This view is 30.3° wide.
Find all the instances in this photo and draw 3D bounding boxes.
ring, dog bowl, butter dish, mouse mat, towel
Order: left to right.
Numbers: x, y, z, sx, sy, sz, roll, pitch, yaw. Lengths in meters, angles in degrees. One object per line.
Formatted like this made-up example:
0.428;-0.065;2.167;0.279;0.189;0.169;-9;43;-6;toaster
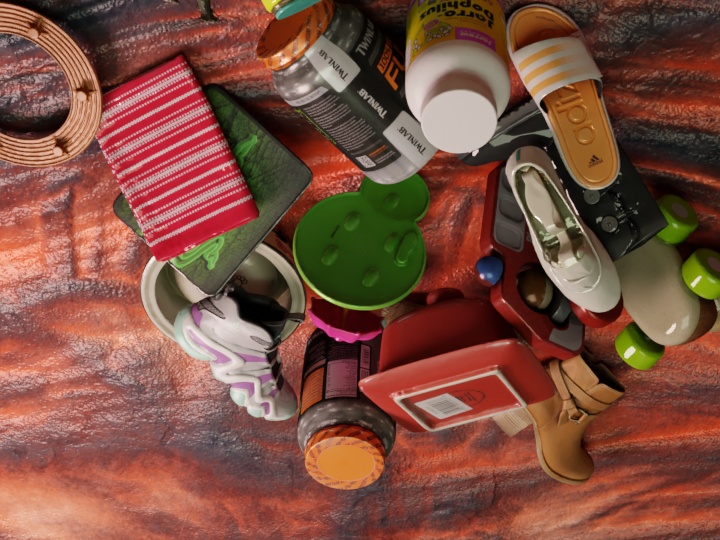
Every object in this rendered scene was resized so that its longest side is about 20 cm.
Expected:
-0.379;-0.198;1.455;0.200;0.019;0.201;7;126;9;ring
-0.212;-0.121;1.480;0.144;0.022;0.201;-22;101;19;towel
-0.169;-0.088;1.501;0.161;0.008;0.200;41;109;-1;mouse mat
-0.163;0.009;1.609;0.199;0.074;0.201;1;130;2;dog bowl
0.109;0.090;1.562;0.199;0.148;0.200;-17;151;16;butter dish

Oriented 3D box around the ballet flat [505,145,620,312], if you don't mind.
0.209;-0.037;1.402;0.069;0.069;0.200;-26;97;23;ballet flat

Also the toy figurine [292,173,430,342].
0.000;0.000;1.560;0.150;0.200;0.184;27;151;7;toy figurine

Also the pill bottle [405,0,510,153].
0.097;-0.205;1.327;0.104;0.200;0.105;1;131;1;pill bottle

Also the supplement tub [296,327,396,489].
-0.015;0.164;1.652;0.122;0.200;0.123;1;132;2;supplement tub

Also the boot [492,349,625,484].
0.286;0.190;1.755;0.155;0.077;0.200;-37;113;25;boot

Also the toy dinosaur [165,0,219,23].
-0.172;-0.314;1.342;0.199;0.077;0.103;20;109;-5;toy dinosaur

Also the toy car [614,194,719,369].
0.400;0.013;1.576;0.199;0.158;0.164;-2;142;-35;toy car

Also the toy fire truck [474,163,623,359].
0.202;-0.007;1.504;0.168;0.201;0.112;23;149;-21;toy fire truck

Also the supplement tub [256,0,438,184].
-0.007;-0.194;1.394;0.122;0.123;0.200;-33;123;27;supplement tub

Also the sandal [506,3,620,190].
0.220;-0.183;1.376;0.079;0.059;0.207;-25;92;2;sandal

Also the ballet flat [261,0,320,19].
-0.013;-0.308;1.307;0.199;0.067;0.067;-23;174;-21;ballet flat

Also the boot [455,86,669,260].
0.219;-0.091;1.455;0.165;0.066;0.200;-31;96;25;boot

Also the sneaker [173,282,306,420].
-0.109;0.092;1.578;0.140;0.078;0.200;-31;123;27;sneaker

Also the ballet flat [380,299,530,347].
0.119;0.092;1.672;0.199;0.065;0.071;12;133;-8;ballet flat
